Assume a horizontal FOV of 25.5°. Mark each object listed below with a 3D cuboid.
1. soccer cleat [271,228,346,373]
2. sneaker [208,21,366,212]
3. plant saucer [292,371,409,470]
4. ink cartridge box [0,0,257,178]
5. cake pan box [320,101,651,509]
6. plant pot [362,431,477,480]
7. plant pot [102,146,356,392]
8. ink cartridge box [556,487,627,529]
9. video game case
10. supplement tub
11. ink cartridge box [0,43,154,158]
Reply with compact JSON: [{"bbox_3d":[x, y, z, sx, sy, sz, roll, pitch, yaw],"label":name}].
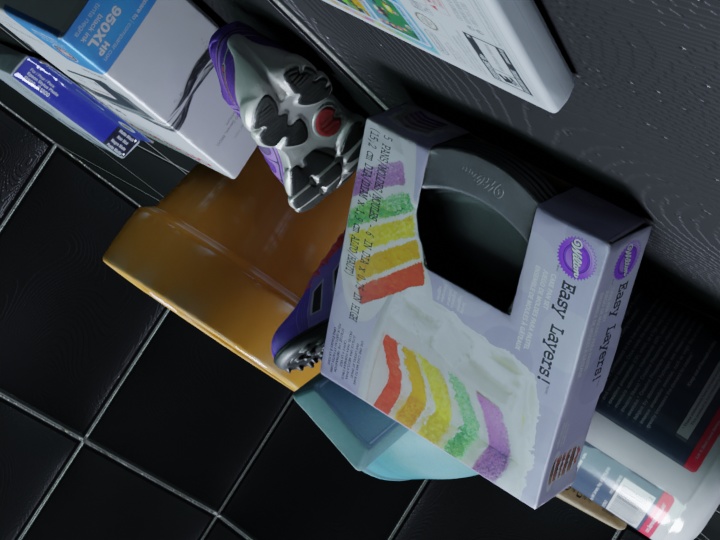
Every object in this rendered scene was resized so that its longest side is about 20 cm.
[{"bbox_3d":[0.000,0.000,1.126,0.073,0.200,0.068,50,147,7],"label":"soccer cleat"},{"bbox_3d":[-0.049,-0.113,1.109,0.084,0.080,0.200,48,174,27],"label":"sneaker"},{"bbox_3d":[0.038,0.063,1.119,0.070,0.200,0.019,47,134,7],"label":"plant saucer"},{"bbox_3d":[-0.167,-0.165,1.150,0.144,0.085,0.200,28,173,43],"label":"ink cartridge box"},{"bbox_3d":[0.070,0.017,0.974,0.183,0.201,0.052,30,-146,27],"label":"cake pan box"},{"bbox_3d":[0.095,0.109,1.518,0.200,0.201,0.187,37,159,-32],"label":"plant pot"},{"bbox_3d":[-0.076,-0.029,1.285,0.199,0.184,0.200,33,174,4],"label":"plant pot"},{"bbox_3d":[0.128,0.122,1.252,0.164,0.076,0.200,28,177,31],"label":"ink cartridge box"},{"bbox_3d":[-0.005,-0.152,0.695,0.181,0.024,0.200,31,174,27],"label":"video game case"},{"bbox_3d":[0.164,0.077,1.061,0.199,0.141,0.140,33,174,12],"label":"supplement tub"},{"bbox_3d":[-0.392,-0.223,2.109,0.199,0.041,0.200,37,173,-33],"label":"ink cartridge box"}]
